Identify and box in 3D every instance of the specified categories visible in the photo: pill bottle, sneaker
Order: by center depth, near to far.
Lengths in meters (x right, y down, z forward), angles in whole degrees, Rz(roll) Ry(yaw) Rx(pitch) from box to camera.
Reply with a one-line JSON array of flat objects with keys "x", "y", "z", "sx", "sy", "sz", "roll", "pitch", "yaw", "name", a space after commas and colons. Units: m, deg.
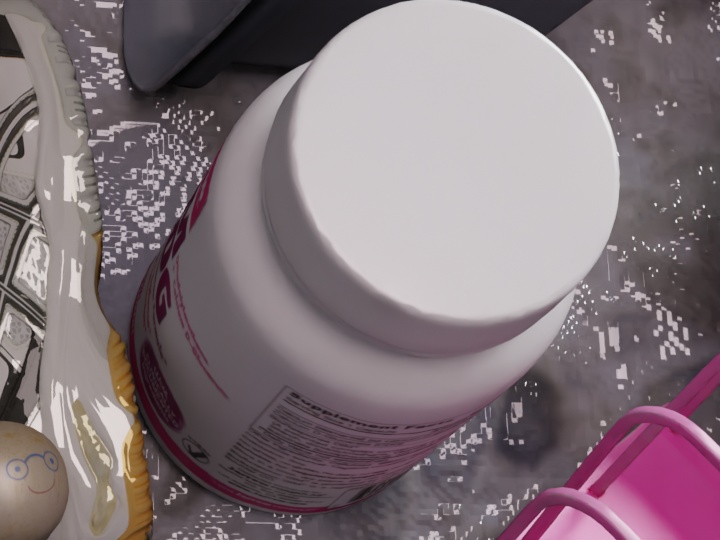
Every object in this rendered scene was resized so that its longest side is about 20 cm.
[{"x": 0.000, "y": 0.000, "z": 0.732, "sx": 0.113, "sy": 0.200, "sz": 0.113, "roll": 5, "pitch": 70, "yaw": -15, "name": "pill bottle"}, {"x": -0.123, "y": 0.003, "z": 0.765, "sx": 0.088, "sy": 0.076, "sz": 0.200, "roll": -9, "pitch": 68, "yaw": -8, "name": "sneaker"}]

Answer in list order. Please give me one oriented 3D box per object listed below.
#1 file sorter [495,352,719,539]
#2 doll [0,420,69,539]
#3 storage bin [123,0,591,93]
[{"x": 0.109, "y": 0.113, "z": 0.734, "sx": 0.139, "sy": 0.125, "sz": 0.200, "roll": 47, "pitch": 51, "yaw": 11, "name": "file sorter"}, {"x": -0.075, "y": 0.138, "z": 0.692, "sx": 0.136, "sy": 0.048, "sz": 0.200, "roll": -18, "pitch": 81, "yaw": -38, "name": "doll"}, {"x": 0.017, "y": -0.142, "z": 0.799, "sx": 0.134, "sy": 0.200, "sz": 0.146, "roll": 7, "pitch": 70, "yaw": -26, "name": "storage bin"}]
